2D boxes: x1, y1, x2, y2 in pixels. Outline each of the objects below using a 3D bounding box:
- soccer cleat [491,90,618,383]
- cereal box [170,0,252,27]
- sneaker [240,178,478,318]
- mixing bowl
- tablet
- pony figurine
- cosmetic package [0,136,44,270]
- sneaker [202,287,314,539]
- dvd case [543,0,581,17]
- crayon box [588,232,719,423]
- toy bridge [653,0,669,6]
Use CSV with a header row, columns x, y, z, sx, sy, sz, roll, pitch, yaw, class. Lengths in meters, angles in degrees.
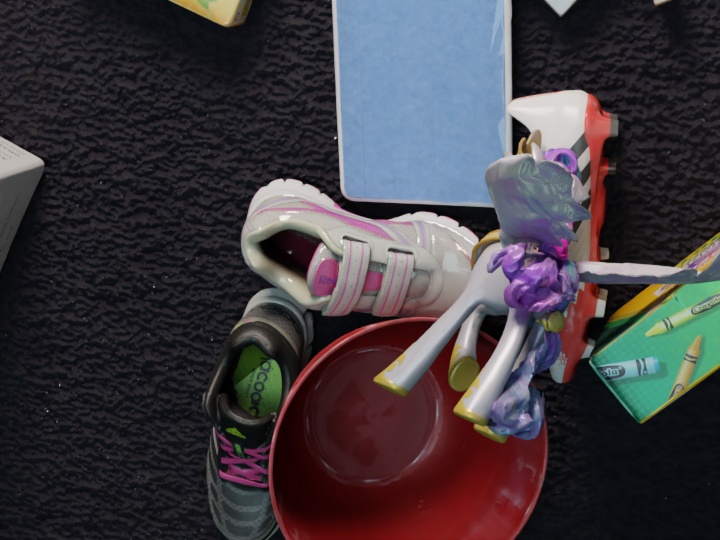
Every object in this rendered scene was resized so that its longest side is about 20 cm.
x,y,z,sx,sy,sz,roll,pitch,yaw,class
0.131,-0.024,1.172,0.084,0.069,0.202,5,98,9,soccer cleat
-0.114,-0.294,1.201,0.143,0.040,0.201,27,107,9,cereal box
0.000,0.000,1.199,0.198,0.088,0.082,13,114,13,sneaker
0.021,0.117,1.196,0.198,0.108,0.202,-4,104,-14,mixing bowl
0.044,-0.144,1.190,0.129,0.014,0.202,3,110,16,tablet
0.109,0.005,1.056,0.166,0.193,0.201,31,82,-28,pony figurine
-0.367,-0.033,1.244,0.164,0.200,0.166,28,108,9,cosmetic package
-0.083,0.116,1.254,0.073,0.087,0.202,14,105,12,sneaker
0.154,-0.294,1.132,0.150,0.025,0.200,46,111,3,dvd case
0.250,0.008,1.119,0.200,0.119,0.058,-40,89,19,crayon box
0.276,-0.239,1.106,0.198,0.027,0.068,-19,95,19,toy bridge
